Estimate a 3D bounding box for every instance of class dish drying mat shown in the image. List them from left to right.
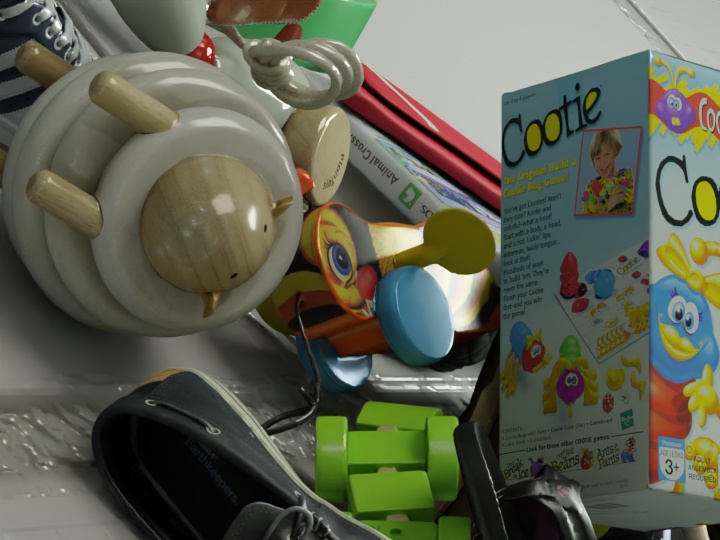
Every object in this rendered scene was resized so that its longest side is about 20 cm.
[{"bbox_3d":[0.073,-0.052,1.519,0.200,0.018,0.077,34,11,-8],"label":"dish drying mat"}]

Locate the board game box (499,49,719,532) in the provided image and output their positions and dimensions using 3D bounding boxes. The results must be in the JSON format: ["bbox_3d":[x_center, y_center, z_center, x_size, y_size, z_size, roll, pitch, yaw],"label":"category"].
[{"bbox_3d":[0.135,0.013,1.278,0.103,0.105,0.201,11,74,-38],"label":"board game box"}]

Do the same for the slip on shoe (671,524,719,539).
[{"bbox_3d":[0.195,0.187,1.383,0.076,0.061,0.200,25,27,-40],"label":"slip on shoe"}]

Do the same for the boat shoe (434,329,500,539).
[{"bbox_3d":[0.090,0.062,1.357,0.070,0.070,0.200,29,52,-2],"label":"boat shoe"}]

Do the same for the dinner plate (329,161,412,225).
[{"bbox_3d":[0.036,-0.034,1.569,0.200,0.024,0.200,37,15,-12],"label":"dinner plate"}]

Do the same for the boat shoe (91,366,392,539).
[{"bbox_3d":[-0.034,0.116,1.089,0.200,0.075,0.062,45,25,21],"label":"boat shoe"}]

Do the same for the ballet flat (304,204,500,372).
[{"bbox_3d":[0.002,-0.009,1.418,0.200,0.057,0.067,30,22,-38],"label":"ballet flat"}]

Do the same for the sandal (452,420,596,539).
[{"bbox_3d":[0.084,0.123,1.202,0.201,0.048,0.075,61,12,-51],"label":"sandal"}]

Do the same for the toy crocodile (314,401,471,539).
[{"bbox_3d":[0.014,0.114,1.203,0.067,0.062,0.200,-1,29,-1],"label":"toy crocodile"}]

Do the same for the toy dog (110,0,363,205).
[{"bbox_3d":[-0.058,-0.109,1.284,0.132,0.200,0.097,18,66,1],"label":"toy dog"}]

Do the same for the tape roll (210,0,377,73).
[{"bbox_3d":[-0.087,-0.183,1.563,0.200,0.048,0.200,29,13,-7],"label":"tape roll"}]

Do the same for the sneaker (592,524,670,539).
[{"bbox_3d":[0.122,0.115,1.392,0.079,0.066,0.200,66,10,-45],"label":"sneaker"}]

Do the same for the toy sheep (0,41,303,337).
[{"bbox_3d":[-0.096,-0.036,1.199,0.138,0.138,0.200,31,1,-29],"label":"toy sheep"}]

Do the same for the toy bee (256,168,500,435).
[{"bbox_3d":[0.000,0.000,1.286,0.200,0.131,0.109,-23,94,-78],"label":"toy bee"}]

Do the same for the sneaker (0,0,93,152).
[{"bbox_3d":[-0.153,-0.118,1.280,0.200,0.109,0.070,28,25,-37],"label":"sneaker"}]

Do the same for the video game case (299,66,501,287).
[{"bbox_3d":[0.068,-0.031,1.526,0.200,0.022,0.182,23,18,-48],"label":"video game case"}]
